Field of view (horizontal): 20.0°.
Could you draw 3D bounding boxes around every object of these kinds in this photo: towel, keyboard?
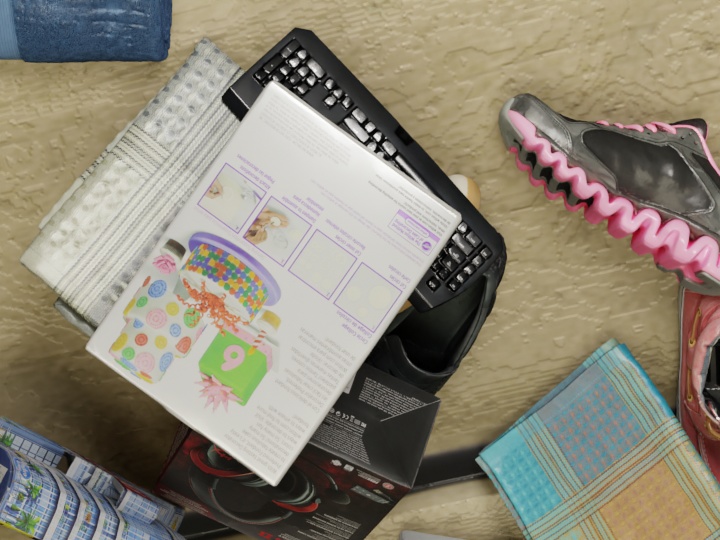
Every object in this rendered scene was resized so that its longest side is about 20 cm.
[{"bbox_3d":[-0.093,-0.017,1.318,0.192,0.035,0.200,40,75,-3],"label":"towel"},{"bbox_3d":[-0.002,-0.058,1.306,0.200,0.040,0.104,46,74,0],"label":"keyboard"},{"bbox_3d":[0.181,0.167,1.431,0.147,0.201,0.022,-42,155,24],"label":"towel"},{"bbox_3d":[-0.218,-0.183,1.296,0.198,0.049,0.113,1,122,1],"label":"towel"}]

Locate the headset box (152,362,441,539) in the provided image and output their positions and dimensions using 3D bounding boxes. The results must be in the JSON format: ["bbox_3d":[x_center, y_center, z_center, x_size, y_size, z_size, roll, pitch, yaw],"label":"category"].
[{"bbox_3d":[-0.050,0.127,1.419,0.148,0.076,0.200,26,148,-7],"label":"headset box"}]

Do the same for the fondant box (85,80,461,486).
[{"bbox_3d":[-0.052,0.007,1.251,0.144,0.058,0.201,35,89,-1],"label":"fondant box"}]

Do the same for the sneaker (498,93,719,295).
[{"bbox_3d":[0.185,-0.069,1.348,0.199,0.079,0.096,33,84,-7],"label":"sneaker"}]

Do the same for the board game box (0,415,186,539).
[{"bbox_3d":[-0.195,0.167,1.447,0.199,0.199,0.062,30,83,-29],"label":"board game box"}]

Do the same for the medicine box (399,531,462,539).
[{"bbox_3d":[0.102,0.316,1.547,0.180,0.103,0.202,8,121,-3],"label":"medicine box"}]

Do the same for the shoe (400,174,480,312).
[{"bbox_3d":[0.000,0.000,1.384,0.053,0.070,0.200,31,121,-33],"label":"shoe"}]

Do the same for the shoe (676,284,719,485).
[{"bbox_3d":[0.256,0.096,1.423,0.071,0.091,0.202,-7,121,6],"label":"shoe"}]

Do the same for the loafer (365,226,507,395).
[{"bbox_3d":[0.037,0.052,1.415,0.068,0.071,0.201,25,121,-13],"label":"loafer"}]
